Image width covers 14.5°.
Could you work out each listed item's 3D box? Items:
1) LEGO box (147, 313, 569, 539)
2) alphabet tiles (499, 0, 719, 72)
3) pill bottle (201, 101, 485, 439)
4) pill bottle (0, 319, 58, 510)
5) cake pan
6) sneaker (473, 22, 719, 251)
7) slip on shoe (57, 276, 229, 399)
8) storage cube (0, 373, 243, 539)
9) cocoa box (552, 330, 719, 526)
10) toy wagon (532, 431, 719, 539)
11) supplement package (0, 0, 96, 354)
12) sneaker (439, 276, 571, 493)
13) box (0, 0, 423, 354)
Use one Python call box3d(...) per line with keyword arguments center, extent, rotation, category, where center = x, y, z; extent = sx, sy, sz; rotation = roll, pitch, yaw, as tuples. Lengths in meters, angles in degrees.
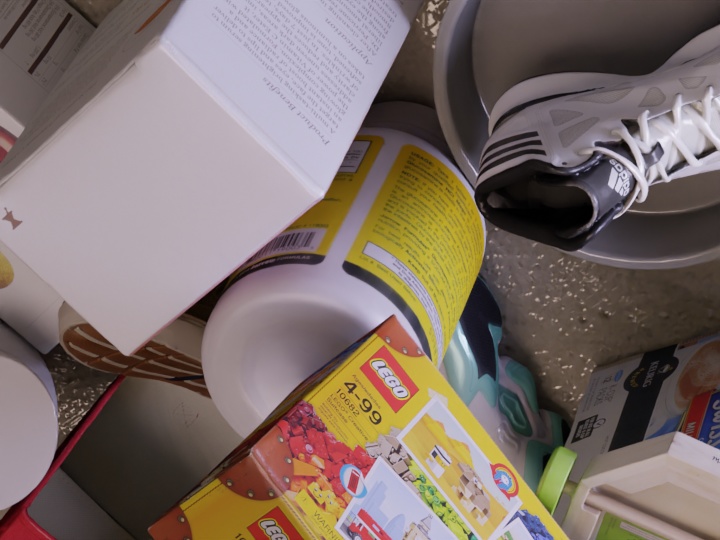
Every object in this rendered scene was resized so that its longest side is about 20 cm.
box3d(center=(0.022, 0.144, 1.269), extent=(0.077, 0.149, 0.200), rotation=(-36, 93, 35), category="LEGO box")
box3d(center=(0.144, -0.181, 1.372), extent=(0.195, 0.015, 0.200), rotation=(-25, 112, 27), category="alphabet tiles")
box3d(center=(0.000, 0.000, 1.424), extent=(0.112, 0.200, 0.113), rotation=(9, 125, 13), category="pill bottle")
box3d(center=(-0.230, 0.072, 1.540), extent=(0.112, 0.200, 0.114), rotation=(-3, 97, -20), category="pill bottle")
box3d(center=(0.136, -0.094, 1.397), extent=(0.199, 0.037, 0.201), rotation=(7, 124, 11), category="cake pan")
box3d(center=(0.146, -0.054, 1.327), extent=(0.200, 0.116, 0.076), rotation=(-13, 117, 22), category="sneaker")
box3d(center=(-0.090, 0.026, 1.489), extent=(0.076, 0.061, 0.200), rotation=(-4, 166, 32), category="slip on shoe")
box3d(center=(-0.126, 0.181, 1.591), extent=(0.171, 0.200, 0.180), rotation=(39, 129, -4), category="storage cube")
box3d(center=(0.184, 0.135, 1.455), extent=(0.131, 0.200, 0.134), rotation=(-20, 112, 28), category="cocoa box")
box3d(center=(0.140, 0.171, 1.346), extent=(0.155, 0.040, 0.201), rotation=(24, 122, 8), category="toy wagon")
box3d(center=(-0.192, -0.076, 1.492), extent=(0.200, 0.110, 0.114), rotation=(41, 126, -11), category="supplement package")
box3d(center=(0.038, 0.100, 1.564), extent=(0.139, 0.078, 0.201), rotation=(-18, 106, 29), category="sneaker")
box3d(center=(-0.075, -0.083, 1.384), extent=(0.106, 0.200, 0.152), rotation=(43, 126, -13), category="box")
